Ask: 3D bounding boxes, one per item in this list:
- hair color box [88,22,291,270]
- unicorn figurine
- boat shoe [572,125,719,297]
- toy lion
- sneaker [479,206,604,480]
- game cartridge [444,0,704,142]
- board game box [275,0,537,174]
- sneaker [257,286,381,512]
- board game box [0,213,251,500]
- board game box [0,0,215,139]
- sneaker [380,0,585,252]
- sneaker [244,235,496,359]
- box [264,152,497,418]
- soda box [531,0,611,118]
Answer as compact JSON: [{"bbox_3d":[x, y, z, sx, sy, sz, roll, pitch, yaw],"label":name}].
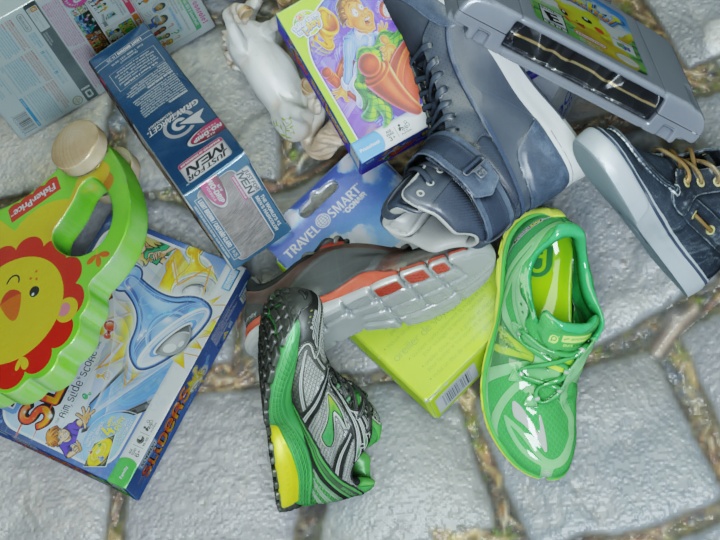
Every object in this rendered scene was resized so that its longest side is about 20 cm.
[{"bbox_3d":[-0.138,-0.101,1.348,0.060,0.100,0.200,-35,48,-4],"label":"hair color box"},{"bbox_3d":[-0.072,-0.175,1.389,0.074,0.137,0.201,-16,76,-18],"label":"unicorn figurine"},{"bbox_3d":[0.227,-0.065,1.218,0.091,0.200,0.071,-42,49,4],"label":"boat shoe"},{"bbox_3d":[-0.251,0.005,1.340,0.200,0.069,0.192,-34,53,11],"label":"toy lion"},{"bbox_3d":[0.131,0.055,1.223,0.074,0.084,0.201,-1,94,-15],"label":"sneaker"},{"bbox_3d":[0.149,-0.168,1.202,0.041,0.200,0.133,-58,19,23],"label":"game cartridge"},{"bbox_3d":[0.054,-0.182,1.295,0.200,0.045,0.135,-30,83,-4],"label":"board game box"},{"bbox_3d":[-0.030,0.089,1.222,0.085,0.200,0.078,-7,42,-2],"label":"sneaker"},{"bbox_3d":[-0.189,0.066,1.346,0.135,0.034,0.200,21,72,20],"label":"board game box"},{"bbox_3d":[-0.240,-0.217,1.422,0.200,0.148,0.064,-29,61,-2],"label":"board game box"},{"bbox_3d":[0.050,-0.108,1.212,0.146,0.077,0.202,-38,84,-18],"label":"sneaker"},{"bbox_3d":[0.000,0.000,1.261,0.199,0.077,0.082,-18,58,5],"label":"sneaker"},{"bbox_3d":[0.029,0.005,1.317,0.122,0.048,0.200,-43,65,-8],"label":"box"},{"bbox_3d":[0.134,-0.143,1.349,0.063,0.068,0.200,22,73,18],"label":"soda box"}]
